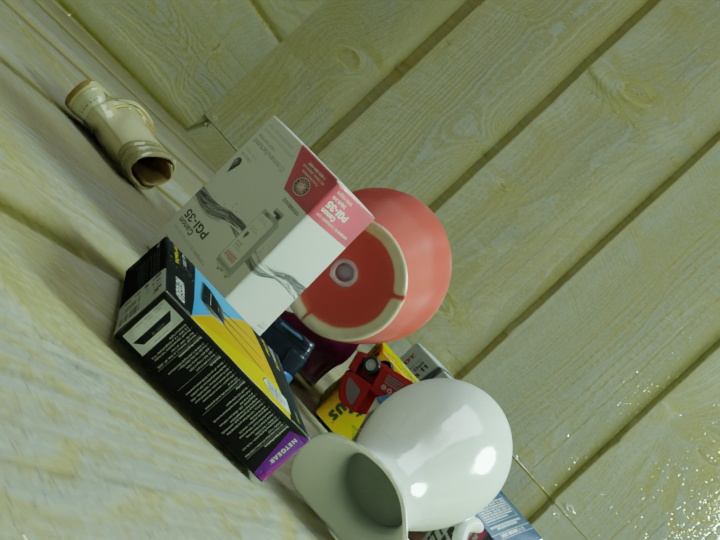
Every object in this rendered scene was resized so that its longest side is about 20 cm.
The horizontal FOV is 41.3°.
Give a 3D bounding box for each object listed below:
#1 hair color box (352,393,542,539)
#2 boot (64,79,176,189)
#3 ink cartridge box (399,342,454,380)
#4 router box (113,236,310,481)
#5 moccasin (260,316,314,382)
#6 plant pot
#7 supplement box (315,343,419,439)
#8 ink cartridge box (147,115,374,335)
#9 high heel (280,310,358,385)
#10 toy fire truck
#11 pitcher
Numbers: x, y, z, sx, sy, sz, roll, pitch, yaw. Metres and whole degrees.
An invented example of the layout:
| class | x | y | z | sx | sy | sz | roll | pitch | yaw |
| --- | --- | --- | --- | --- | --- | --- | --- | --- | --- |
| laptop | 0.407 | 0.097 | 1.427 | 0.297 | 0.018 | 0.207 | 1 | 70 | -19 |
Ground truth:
| class | x | y | z | sx | sy | sz | roll | pitch | yaw |
| --- | --- | --- | --- | --- | --- | --- | --- | --- | --- |
| hair color box | 0.071 | 0.221 | 0.921 | 0.060 | 0.100 | 0.200 | -3 | 40 | -43 |
| boot | -0.315 | -0.177 | 1.351 | 0.155 | 0.073 | 0.200 | 47 | 2 | 15 |
| ink cartridge box | 0.092 | 0.216 | 1.362 | 0.083 | 0.147 | 0.200 | 46 | 0 | -34 |
| router box | -0.117 | 0.059 | 0.734 | 0.149 | 0.051 | 0.200 | 49 | 0 | -17 |
| moccasin | -0.117 | 0.044 | 1.086 | 0.200 | 0.068 | 0.080 | 48 | 0 | 28 |
| plant pot | 0.000 | 0.000 | 1.120 | 0.200 | 0.200 | 0.177 | 47 | 12 | 5 |
| supplement box | 0.023 | 0.167 | 1.190 | 0.110 | 0.109 | 0.200 | 48 | 0 | 0 |
| ink cartridge box | -0.108 | -0.040 | 1.008 | 0.147 | 0.200 | 0.083 | 47 | 4 | 39 |
| high heel | -0.088 | 0.054 | 1.294 | 0.200 | 0.096 | 0.067 | 48 | 1 | 24 |
| toy fire truck | 0.045 | 0.193 | 1.034 | 0.200 | 0.141 | 0.049 | 31 | 1 | 25 |
| pitcher | 0.057 | 0.182 | 0.782 | 0.200 | 0.121 | 0.172 | -16 | 76 | -55 |
